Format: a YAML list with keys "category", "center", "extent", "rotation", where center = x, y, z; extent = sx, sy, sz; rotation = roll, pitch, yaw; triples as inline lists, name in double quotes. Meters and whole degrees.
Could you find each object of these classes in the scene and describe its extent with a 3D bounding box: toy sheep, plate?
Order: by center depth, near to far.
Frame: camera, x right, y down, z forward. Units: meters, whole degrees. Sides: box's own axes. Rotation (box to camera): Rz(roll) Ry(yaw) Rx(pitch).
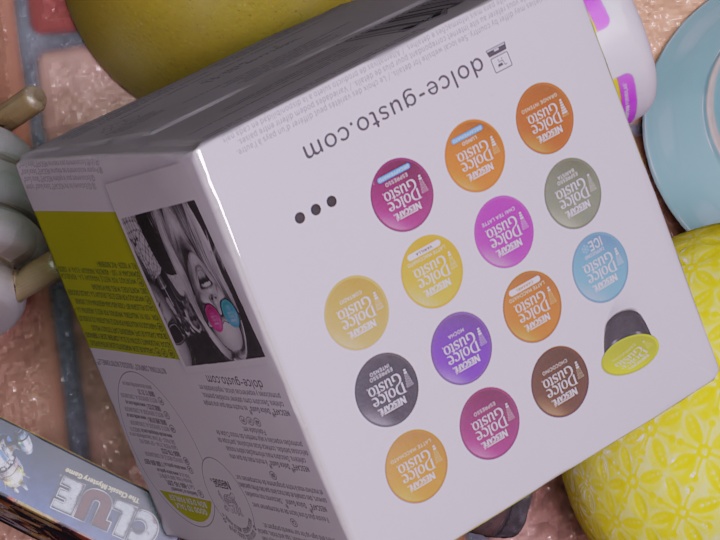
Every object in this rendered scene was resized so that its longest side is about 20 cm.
- category: "toy sheep"
  center: [-0.217, -0.032, 1.313]
  extent: [0.137, 0.138, 0.201]
  rotation: [-5, 65, -5]
- category: "plate"
  center: [0.250, -0.081, 1.387]
  extent: [0.198, 0.026, 0.202]
  rotation: [0, 65, 1]

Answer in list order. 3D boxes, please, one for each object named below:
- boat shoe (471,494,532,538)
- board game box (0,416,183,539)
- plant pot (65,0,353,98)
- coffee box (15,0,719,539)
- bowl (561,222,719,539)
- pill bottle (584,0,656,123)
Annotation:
- category: "boat shoe"
  center: [0.067, 0.044, 1.352]
  extent: [0.066, 0.072, 0.202]
  rotation: [28, 57, -34]
- category: "board game box"
  center: [-0.179, 0.098, 1.283]
  extent: [0.199, 0.136, 0.035]
  rotation: [26, 77, 2]
- category: "plant pot"
  center: [-0.060, -0.188, 1.351]
  extent: [0.198, 0.142, 0.202]
  rotation: [1, 78, -4]
- category: "coffee box"
  center: [0.000, 0.000, 1.151]
  extent: [0.199, 0.200, 0.199]
  rotation: [-28, 104, -26]
- category: "bowl"
  center: [0.144, 0.059, 1.283]
  extent: [0.107, 0.200, 0.201]
  rotation: [17, 77, 1]
- category: "pill bottle"
  center: [0.044, -0.087, 1.332]
  extent: [0.199, 0.104, 0.105]
  rotation: [-26, 81, -10]
